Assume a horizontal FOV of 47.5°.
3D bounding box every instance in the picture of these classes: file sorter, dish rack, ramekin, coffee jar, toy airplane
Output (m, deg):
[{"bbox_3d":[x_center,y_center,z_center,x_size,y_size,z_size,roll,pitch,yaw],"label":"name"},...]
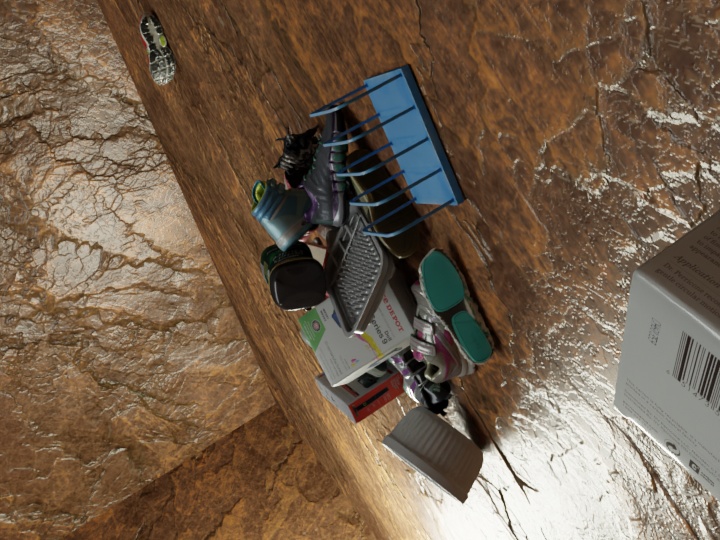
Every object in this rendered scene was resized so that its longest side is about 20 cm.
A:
[{"bbox_3d":[0.031,-0.162,1.154,0.202,0.122,0.138,65,162,-15],"label":"file sorter"},{"bbox_3d":[0.000,0.000,1.392,0.173,0.043,0.201,-65,28,27],"label":"dish rack"},{"bbox_3d":[0.149,0.356,1.606,0.199,0.106,0.200,36,171,7],"label":"ramekin"},{"bbox_3d":[-0.123,0.007,1.495,0.200,0.103,0.087,-133,33,-71],"label":"coffee jar"},{"bbox_3d":[-0.034,-0.007,1.635,0.198,0.140,0.202,-36,72,36],"label":"toy airplane"}]

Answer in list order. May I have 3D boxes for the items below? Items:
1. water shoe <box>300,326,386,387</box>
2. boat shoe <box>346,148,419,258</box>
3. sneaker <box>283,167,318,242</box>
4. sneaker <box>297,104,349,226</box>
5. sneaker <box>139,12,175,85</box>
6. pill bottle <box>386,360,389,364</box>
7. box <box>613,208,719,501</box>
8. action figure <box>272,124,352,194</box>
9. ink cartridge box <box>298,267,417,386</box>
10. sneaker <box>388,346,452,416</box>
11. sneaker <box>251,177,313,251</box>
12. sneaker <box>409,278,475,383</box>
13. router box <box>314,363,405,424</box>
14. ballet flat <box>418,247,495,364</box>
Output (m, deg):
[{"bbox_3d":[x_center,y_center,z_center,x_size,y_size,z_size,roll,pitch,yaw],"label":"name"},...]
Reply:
[{"bbox_3d":[-0.043,0.177,1.628,0.198,0.079,0.072,28,-146,-18],"label":"water shoe"},{"bbox_3d":[0.037,-0.105,1.340,0.065,0.072,0.202,93,154,-70],"label":"boat shoe"},{"bbox_3d":[-0.131,-0.132,1.640,0.087,0.073,0.202,122,152,-43],"label":"sneaker"},{"bbox_3d":[-0.065,-0.174,1.365,0.074,0.086,0.204,2,-93,-83],"label":"sneaker"},{"bbox_3d":[-0.578,-0.630,2.319,0.085,0.076,0.203,-134,32,-55],"label":"sneaker"},{"bbox_3d":[-0.003,0.137,1.778,0.114,0.112,0.200,65,163,-18],"label":"pill bottle"},{"bbox_3d":[0.327,0.087,0.663,0.199,0.130,0.202,47,159,39],"label":"box"},{"bbox_3d":[-0.086,-0.200,1.471,0.200,0.119,0.102,44,170,19],"label":"action figure"},{"bbox_3d":[0.006,0.100,1.502,0.147,0.199,0.087,62,-160,13],"label":"ink cartridge box"},{"bbox_3d":[0.127,0.203,1.581,0.140,0.077,0.201,38,162,49],"label":"sneaker"},{"bbox_3d":[-0.125,-0.140,1.521,0.130,0.200,0.079,44,136,-3],"label":"sneaker"},{"bbox_3d":[0.125,0.111,1.389,0.081,0.088,0.202,22,139,64],"label":"sneaker"},{"bbox_3d":[0.016,0.231,1.759,0.049,0.178,0.200,65,164,-19],"label":"router box"},{"bbox_3d":[0.146,0.056,1.283,0.202,0.071,0.072,64,163,-10],"label":"ballet flat"}]
